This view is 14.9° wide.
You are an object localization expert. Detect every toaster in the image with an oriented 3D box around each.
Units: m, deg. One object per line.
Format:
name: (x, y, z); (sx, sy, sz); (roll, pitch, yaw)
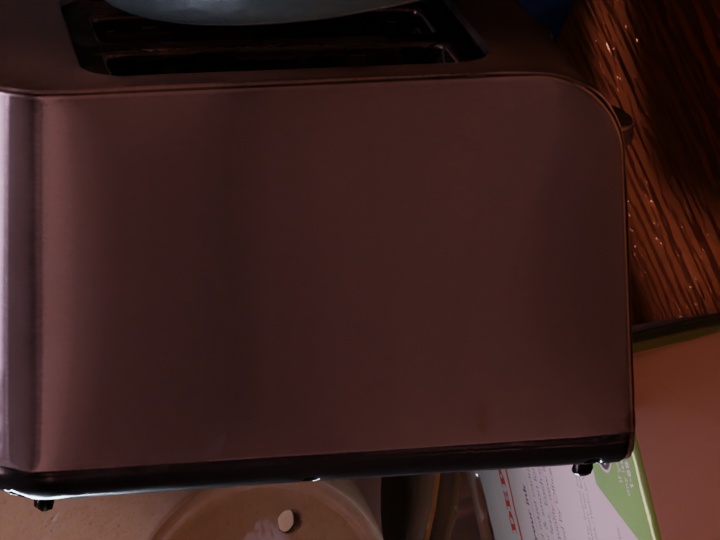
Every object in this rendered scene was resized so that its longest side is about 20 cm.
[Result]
toaster: (-0.035, -0.023, 0.750); (0.181, 0.199, 0.119); (-117, 26, -66)

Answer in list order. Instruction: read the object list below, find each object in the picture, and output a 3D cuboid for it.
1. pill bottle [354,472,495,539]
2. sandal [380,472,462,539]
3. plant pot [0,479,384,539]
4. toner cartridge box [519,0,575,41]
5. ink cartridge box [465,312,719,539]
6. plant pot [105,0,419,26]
pill bottle: (0.052, 0.156, 1.009); (0.114, 0.113, 0.200); (130, 123, -76)
sandal: (0.000, 0.000, 0.907); (0.080, 0.054, 0.201); (-128, 31, -79)
plant pot: (-0.071, 0.098, 0.909); (0.200, 0.187, 0.188); (7, 113, 64)
toner cartridge box: (0.038, -0.130, 0.857); (0.200, 0.043, 0.095); (112, 141, -71)
ink cartridge box: (0.089, 0.075, 0.839); (0.200, 0.067, 0.117); (166, 90, -78)
plant pot: (-0.020, -0.168, 0.680); (0.200, 0.200, 0.188); (-132, 30, -63)
